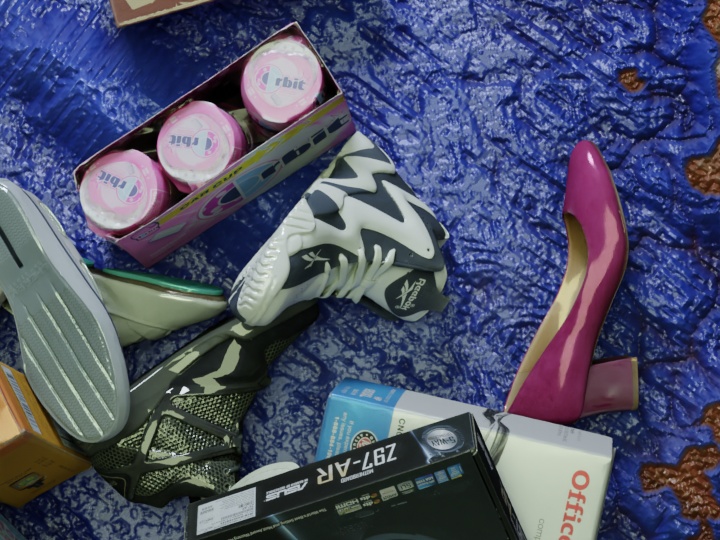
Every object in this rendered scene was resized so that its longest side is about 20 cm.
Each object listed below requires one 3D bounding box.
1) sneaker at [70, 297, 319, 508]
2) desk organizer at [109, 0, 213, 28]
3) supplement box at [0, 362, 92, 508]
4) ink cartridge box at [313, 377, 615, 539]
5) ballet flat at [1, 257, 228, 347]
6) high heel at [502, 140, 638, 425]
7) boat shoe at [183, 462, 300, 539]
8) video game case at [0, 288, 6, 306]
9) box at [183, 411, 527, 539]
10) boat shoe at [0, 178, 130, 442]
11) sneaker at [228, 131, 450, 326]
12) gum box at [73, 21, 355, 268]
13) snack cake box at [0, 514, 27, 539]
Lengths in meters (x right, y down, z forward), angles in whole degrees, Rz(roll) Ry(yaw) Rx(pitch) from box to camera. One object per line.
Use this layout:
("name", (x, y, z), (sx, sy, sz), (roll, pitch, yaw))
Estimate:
("sneaker", (-0.095, 0.099, 1.527), (0.199, 0.076, 0.114), (-38, 95, -12))
("desk organizer", (-0.091, -0.234, 1.581), (0.200, 0.072, 0.077), (-16, 82, 2))
("supplement box", (-0.245, 0.113, 1.469), (0.067, 0.200, 0.069), (-29, 75, -1))
("ink cartridge box", (0.065, 0.168, 1.481), (0.200, 0.084, 0.145), (12, 96, 6))
("ballet flat", (-0.192, 0.021, 1.553), (0.200, 0.069, 0.069), (14, 82, 14))
("high heel", (0.140, 0.009, 1.520), (0.096, 0.067, 0.200), (-5, 83, -7))
("boat shoe", (-0.088, 0.202, 1.472), (0.060, 0.072, 0.202), (35, 124, -20))
("video game case", (-0.369, 0.028, 1.559), (0.182, 0.024, 0.200), (36, 100, 9))
("box", (0.007, 0.193, 1.393), (0.200, 0.044, 0.160), (-18, 120, 9))
("boat shoe", (-0.204, 0.023, 1.489), (0.074, 0.067, 0.200), (-28, 81, 21))
("sneaker", (0.000, 0.000, 1.500), (0.130, 0.199, 0.079), (38, 126, -2))
("gum box", (-0.107, -0.084, 1.535), (0.200, 0.114, 0.066), (-34, 80, -1))
("snack cake box", (-0.253, 0.247, 1.471), (0.115, 0.067, 0.200), (-43, 109, -1))
